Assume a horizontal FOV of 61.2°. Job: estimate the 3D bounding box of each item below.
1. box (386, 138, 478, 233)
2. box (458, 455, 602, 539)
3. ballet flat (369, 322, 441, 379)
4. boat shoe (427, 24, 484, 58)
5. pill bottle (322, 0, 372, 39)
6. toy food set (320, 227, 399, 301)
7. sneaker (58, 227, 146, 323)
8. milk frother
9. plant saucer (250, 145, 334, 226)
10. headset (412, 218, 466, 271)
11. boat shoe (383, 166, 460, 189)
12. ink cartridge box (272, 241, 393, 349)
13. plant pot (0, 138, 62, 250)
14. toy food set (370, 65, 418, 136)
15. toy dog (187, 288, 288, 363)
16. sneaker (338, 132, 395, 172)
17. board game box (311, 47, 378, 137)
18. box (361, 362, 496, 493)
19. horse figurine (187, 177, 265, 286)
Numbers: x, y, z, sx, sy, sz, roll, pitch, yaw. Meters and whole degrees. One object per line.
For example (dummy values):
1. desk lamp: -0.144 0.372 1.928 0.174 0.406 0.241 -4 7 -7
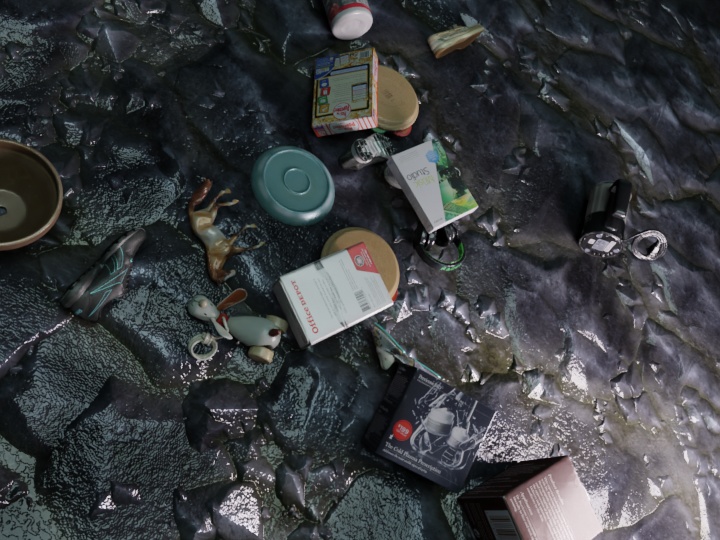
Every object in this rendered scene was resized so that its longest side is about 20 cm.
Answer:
1. box: 0.171 -0.203 1.439 0.144 0.036 0.201 -27 83 -26
2. box: 0.347 0.504 1.257 0.199 0.164 0.167 -16 78 -30
3. ballet flat: 0.084 0.198 1.308 0.200 0.072 0.072 41 59 -6
4. boat shoe: 0.273 -0.670 1.735 0.200 0.072 0.065 -32 88 -26
5. pill bottle: -0.046 -0.710 1.567 0.110 0.111 0.201 -8 74 -28
6. toy food set: 0.000 0.000 1.351 0.197 0.049 0.201 18 63 -20
7. sneaker: -0.457 0.006 1.120 0.079 0.075 0.200 45 64 -20
8. milk frother: 0.732 -0.134 1.684 0.199 0.180 0.189 28 61 -10
9. plant saucer: -0.146 -0.196 1.368 0.199 0.027 0.201 9 67 -22
10. headset: 0.178 -0.094 1.448 0.123 0.094 0.200 -13 61 -30
11. boat shoe: 0.157 -0.244 1.508 0.200 0.071 0.070 0 71 -26
12. ink cartridge box: -0.058 0.050 1.233 0.199 0.083 0.147 -23 85 -24
13. plant pot: -0.629 -0.120 1.062 0.200 0.093 0.202 9 68 -22
14. toy food set: 0.058 -0.429 1.536 0.198 0.049 0.200 35 58 -8
15. toy dog: -0.227 0.104 1.169 0.199 0.096 0.133 8 67 -24
16. sneaker: 0.010 -0.278 1.452 0.200 0.090 0.067 -30 95 -57
17. board game box: -0.036 -0.425 1.449 0.151 0.046 0.201 -5 67 17
18. box: 0.138 0.314 1.232 0.199 0.104 0.183 29 80 -13
19. horse figurine: -0.288 -0.084 1.234 0.132 0.050 0.200 -34 96 -15
